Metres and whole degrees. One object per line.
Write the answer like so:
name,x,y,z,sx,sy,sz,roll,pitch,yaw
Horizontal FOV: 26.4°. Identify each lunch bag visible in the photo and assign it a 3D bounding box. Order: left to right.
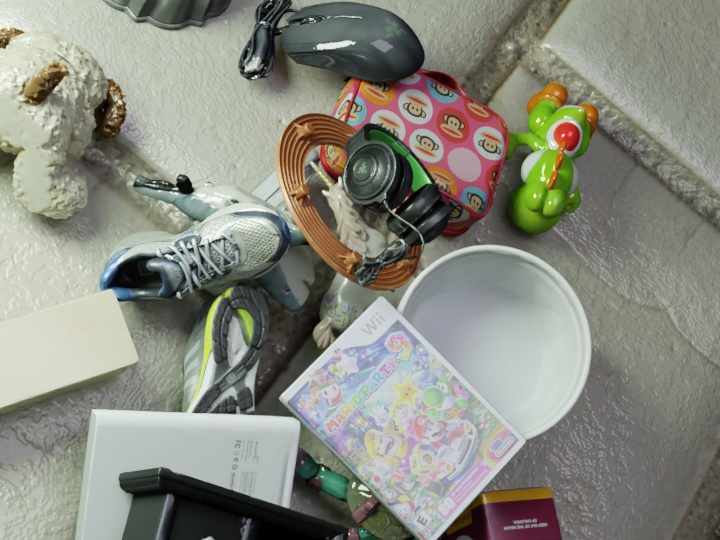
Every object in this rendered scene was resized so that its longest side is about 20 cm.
lunch bag,0.065,-0.150,1.704,0.200,0.082,0.176,26,58,-14

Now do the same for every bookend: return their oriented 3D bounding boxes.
bookend,-0.134,0.299,1.360,0.200,0.092,0.199,23,69,-26

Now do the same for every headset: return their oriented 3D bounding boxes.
headset,0.028,-0.064,1.515,0.123,0.094,0.200,41,23,-24

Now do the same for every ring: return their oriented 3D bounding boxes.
ring,-0.005,-0.073,1.538,0.200,0.019,0.201,31,41,-32

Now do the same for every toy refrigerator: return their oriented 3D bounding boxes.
toy refrigerator,-0.315,0.086,1.414,0.200,0.070,0.076,-19,84,-31

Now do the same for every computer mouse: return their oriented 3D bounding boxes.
computer mouse,-0.028,-0.256,1.667,0.199,0.053,0.139,9,49,7

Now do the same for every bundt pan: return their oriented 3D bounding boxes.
bundt pan,-0.210,-0.369,1.668,0.201,0.076,0.202,11,62,-22

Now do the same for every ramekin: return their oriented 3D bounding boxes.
ramekin,0.126,0.080,1.553,0.200,0.105,0.201,1,82,-4

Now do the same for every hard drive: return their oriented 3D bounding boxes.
hard drive,-0.160,0.199,1.429,0.199,0.027,0.132,5,99,-26

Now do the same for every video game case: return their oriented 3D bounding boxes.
video game case,0.042,0.143,1.466,0.200,0.018,0.143,45,74,2

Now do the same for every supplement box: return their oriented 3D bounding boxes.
supplement box,0.148,0.326,1.513,0.085,0.110,0.201,0,68,-26

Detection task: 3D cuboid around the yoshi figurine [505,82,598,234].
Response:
yoshi figurine,0.214,-0.118,1.776,0.200,0.112,0.112,-69,146,-45

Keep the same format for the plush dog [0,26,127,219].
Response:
plush dog,-0.315,-0.177,1.501,0.200,0.161,0.172,34,31,-11

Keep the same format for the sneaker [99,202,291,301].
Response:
sneaker,-0.160,-0.005,1.459,0.077,0.200,0.085,69,22,-14

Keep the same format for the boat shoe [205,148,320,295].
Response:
boat shoe,-0.098,-0.049,1.584,0.066,0.072,0.200,46,57,-7

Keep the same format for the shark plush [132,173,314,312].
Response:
shark plush,-0.130,-0.037,1.501,0.200,0.091,0.083,26,100,-18

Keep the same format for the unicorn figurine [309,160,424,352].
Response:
unicorn figurine,0.000,0.000,1.577,0.137,0.074,0.200,34,58,-43

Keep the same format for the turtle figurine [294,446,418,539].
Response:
turtle figurine,0.013,0.226,1.504,0.200,0.101,0.150,47,56,6

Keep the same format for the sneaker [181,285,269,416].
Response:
sneaker,-0.142,0.115,1.489,0.074,0.081,0.201,20,79,-26
